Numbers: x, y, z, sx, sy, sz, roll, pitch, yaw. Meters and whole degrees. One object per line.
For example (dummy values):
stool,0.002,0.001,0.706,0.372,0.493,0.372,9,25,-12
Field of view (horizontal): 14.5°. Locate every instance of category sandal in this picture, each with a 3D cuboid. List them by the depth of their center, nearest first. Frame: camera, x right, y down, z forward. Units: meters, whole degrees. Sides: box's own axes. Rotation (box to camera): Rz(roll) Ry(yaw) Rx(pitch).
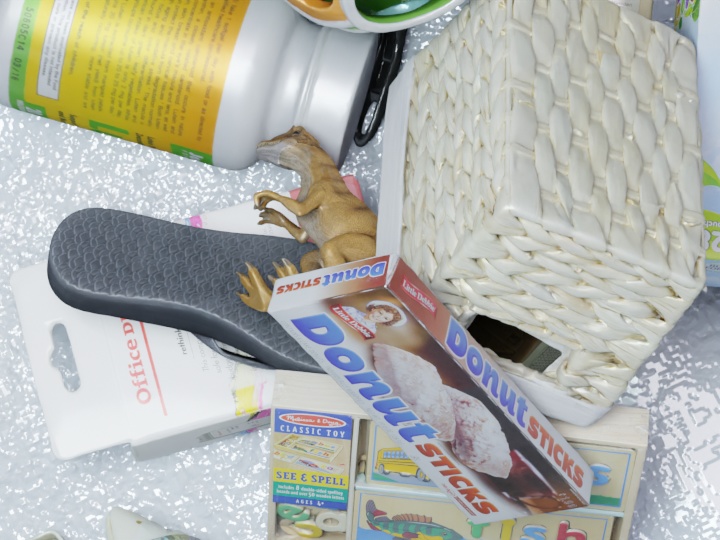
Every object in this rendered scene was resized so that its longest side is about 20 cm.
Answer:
sandal,-0.069,0.015,1.516,0.200,0.043,0.076,18,57,1

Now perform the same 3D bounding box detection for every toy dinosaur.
toy dinosaur,0.000,0.000,1.477,0.106,0.060,0.200,-25,70,-31

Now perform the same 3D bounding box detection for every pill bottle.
pill bottle,-0.096,-0.120,1.577,0.199,0.111,0.111,16,79,4

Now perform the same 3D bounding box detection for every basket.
basket,0.095,-0.044,1.465,0.135,0.123,0.200,21,44,-19

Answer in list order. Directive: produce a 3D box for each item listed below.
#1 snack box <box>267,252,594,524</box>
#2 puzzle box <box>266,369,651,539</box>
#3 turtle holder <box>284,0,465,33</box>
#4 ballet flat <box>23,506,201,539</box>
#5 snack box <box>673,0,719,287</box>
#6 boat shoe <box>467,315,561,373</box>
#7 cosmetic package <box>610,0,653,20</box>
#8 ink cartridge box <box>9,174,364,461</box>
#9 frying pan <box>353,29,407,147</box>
snack box,0.038,0.062,1.417,0.072,0.200,0.024,-12,48,33
puzzle box,0.050,0.111,1.519,0.199,0.133,0.025,6,50,2
turtle holder,0.024,-0.193,1.479,0.185,0.141,0.132,-1,44,-26
ballet flat,-0.151,0.171,1.547,0.199,0.069,0.071,-14,59,-2
snack box,0.254,-0.087,1.537,0.168,0.068,0.201,6,78,-6
boat shoe,0.103,0.020,1.572,0.072,0.065,0.200,38,62,21
cosmetic package,0.131,-0.199,1.597,0.073,0.104,0.201,7,80,1
ink cartridge box,-0.083,0.032,1.568,0.199,0.068,0.117,-14,78,-4
frying pan,0.019,-0.179,1.622,0.190,0.031,0.115,-51,59,8
